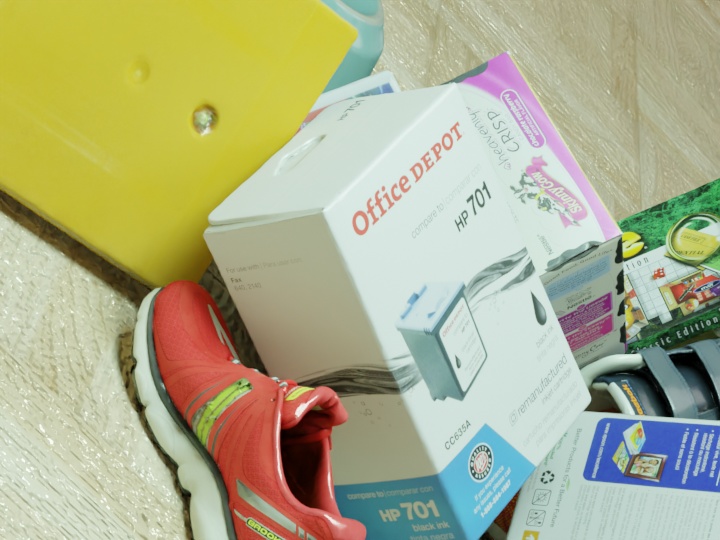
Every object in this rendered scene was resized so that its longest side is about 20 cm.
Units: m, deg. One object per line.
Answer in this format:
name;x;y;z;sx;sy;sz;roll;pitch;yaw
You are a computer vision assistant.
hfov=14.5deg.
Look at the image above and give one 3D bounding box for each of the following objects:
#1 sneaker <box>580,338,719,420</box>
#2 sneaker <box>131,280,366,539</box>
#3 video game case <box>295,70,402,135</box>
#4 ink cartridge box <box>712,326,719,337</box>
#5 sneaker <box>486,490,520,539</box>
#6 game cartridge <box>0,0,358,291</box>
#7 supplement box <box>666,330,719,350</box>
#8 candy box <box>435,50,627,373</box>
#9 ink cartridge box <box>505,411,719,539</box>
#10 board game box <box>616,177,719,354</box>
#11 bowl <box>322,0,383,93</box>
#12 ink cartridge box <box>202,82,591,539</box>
sneaker;0.185;0.085;1.682;0.078;0.200;0.079;60;-13;27
sneaker;-0.047;0.077;1.381;0.077;0.085;0.200;28;29;-48
video game case;0.000;0.000;1.569;0.182;0.023;0.200;-24;86;-47
ink cartridge box;0.318;-0.018;1.782;0.104;0.200;0.059;31;27;-37
sneaker;0.095;0.123;1.626;0.200;0.077;0.073;45;21;-8
game cartridge;-0.119;-0.104;1.436;0.200;0.176;0.032;36;-5;-32
supplement box;0.246;0.122;1.871;0.200;0.134;0.200;40;22;-26
candy box;0.099;-0.020;1.650;0.136;0.061;0.200;60;-6;23
ink cartridge box;0.180;0.128;1.525;0.037;0.200;0.095;51;49;-48
board game box;0.154;0.018;1.774;0.105;0.200;0.023;-110;175;-48
bowl;-0.060;-0.167;1.781;0.201;0.105;0.201;44;20;-20
ink cartridge box;0.022;0.025;1.466;0.146;0.086;0.200;-46;120;-45
